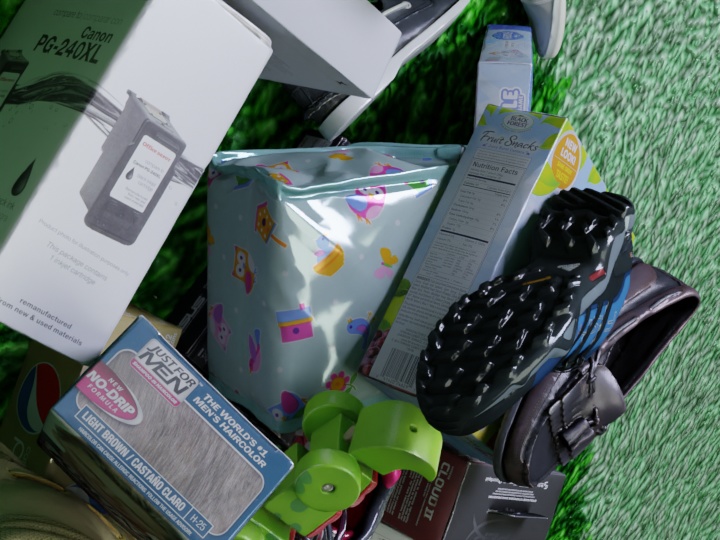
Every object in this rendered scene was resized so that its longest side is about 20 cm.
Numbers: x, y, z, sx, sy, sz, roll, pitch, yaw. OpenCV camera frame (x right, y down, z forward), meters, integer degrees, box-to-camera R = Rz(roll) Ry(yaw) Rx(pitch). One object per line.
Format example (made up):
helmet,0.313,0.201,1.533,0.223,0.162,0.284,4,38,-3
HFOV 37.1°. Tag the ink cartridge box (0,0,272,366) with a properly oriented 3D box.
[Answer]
ink cartridge box,-0.158,-0.069,0.590,0.083,0.145,0.201,36,78,-42

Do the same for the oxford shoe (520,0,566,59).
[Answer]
oxford shoe,0.139,-0.267,0.902,0.057,0.075,0.201,-14,133,1

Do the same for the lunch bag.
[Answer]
lunch bag,0.000,0.000,0.738,0.199,0.122,0.172,-11,109,-36

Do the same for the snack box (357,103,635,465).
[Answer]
snack box,0.101,0.018,0.726,0.169,0.067,0.201,41,70,-52

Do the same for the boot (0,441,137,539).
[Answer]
boot,-0.152,0.176,0.592,0.073,0.155,0.200,-47,122,-15

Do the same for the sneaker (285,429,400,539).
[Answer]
sneaker,-0.044,0.189,0.702,0.080,0.075,0.201,30,80,-26

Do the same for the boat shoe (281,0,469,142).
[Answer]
boat shoe,0.016,-0.174,0.795,0.060,0.076,0.200,45,48,-6

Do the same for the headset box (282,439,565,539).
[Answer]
headset box,0.058,0.165,0.875,0.148,0.199,0.075,18,93,-48

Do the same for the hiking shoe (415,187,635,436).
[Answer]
hiking shoe,0.109,0.037,0.628,0.200,0.074,0.087,-43,130,-31

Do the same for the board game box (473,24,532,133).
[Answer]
board game box,0.112,-0.084,0.869,0.199,0.043,0.201,-66,159,-68

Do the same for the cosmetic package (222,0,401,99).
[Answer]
cosmetic package,-0.092,-0.173,0.617,0.200,0.150,0.052,31,82,-49

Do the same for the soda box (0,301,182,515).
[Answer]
soda box,-0.189,0.115,0.693,0.068,0.064,0.201,19,92,-48

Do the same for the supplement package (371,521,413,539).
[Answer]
supplement package,-0.053,0.225,0.842,0.200,0.117,0.118,40,74,-48

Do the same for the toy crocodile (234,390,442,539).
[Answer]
toy crocodile,-0.039,0.135,0.646,0.200,0.068,0.062,-36,115,23

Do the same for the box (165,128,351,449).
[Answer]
box,-0.042,0.019,0.824,0.201,0.049,0.161,-56,135,-15

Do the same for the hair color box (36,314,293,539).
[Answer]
hair color box,-0.111,0.094,0.559,0.100,0.200,0.061,44,68,-4

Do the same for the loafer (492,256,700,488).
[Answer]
loafer,0.159,0.066,0.712,0.200,0.063,0.072,-49,140,-30
